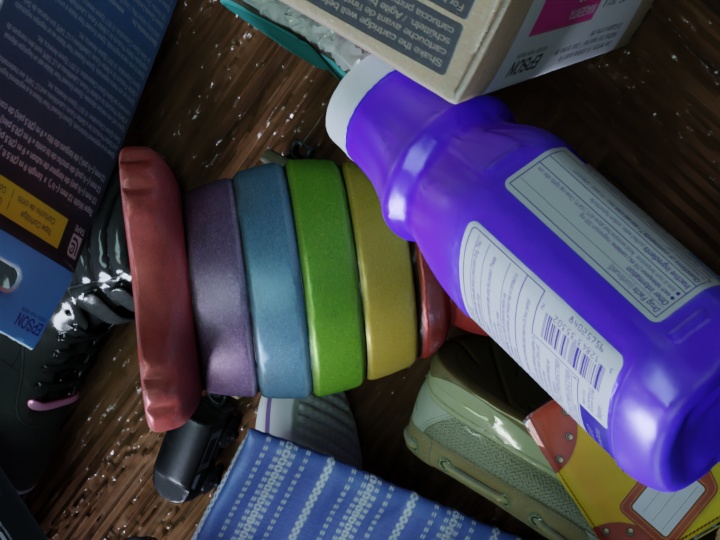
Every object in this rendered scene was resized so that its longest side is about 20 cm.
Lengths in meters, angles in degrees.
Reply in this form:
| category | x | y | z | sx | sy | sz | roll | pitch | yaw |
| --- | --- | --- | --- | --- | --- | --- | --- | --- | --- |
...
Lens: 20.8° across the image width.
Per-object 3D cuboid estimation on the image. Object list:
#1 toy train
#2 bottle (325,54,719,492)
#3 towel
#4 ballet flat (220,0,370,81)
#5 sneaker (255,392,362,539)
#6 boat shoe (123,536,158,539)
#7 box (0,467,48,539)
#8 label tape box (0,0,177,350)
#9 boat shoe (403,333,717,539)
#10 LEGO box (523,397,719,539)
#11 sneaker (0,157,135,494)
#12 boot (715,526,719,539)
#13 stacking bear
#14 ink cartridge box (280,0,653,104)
| category | x | y | z | sx | sy | sz | roll | pitch | yaw |
| --- | --- | --- | --- | --- | --- | --- | --- | --- | --- |
| toy train | -0.063 | 0.029 | 0.967 | 0.034 | 0.046 | 0.201 | 27 | 112 | 18 |
| bottle | 0.064 | -0.009 | 0.725 | 0.200 | 0.065 | 0.084 | 45 | 161 | 31 |
| towel | 0.008 | 0.172 | 0.923 | 0.199 | 0.024 | 0.145 | 24 | 108 | -11 |
| ballet flat | 0.005 | -0.105 | 0.862 | 0.200 | 0.071 | 0.072 | 42 | 119 | 41 |
| sneaker | -0.060 | 0.141 | 0.978 | 0.114 | 0.073 | 0.202 | 7 | 104 | 28 |
| boat shoe | -0.053 | 0.199 | 0.897 | 0.072 | 0.068 | 0.201 | -18 | 110 | 50 |
| box | -0.245 | 0.106 | 1.034 | 0.201 | 0.044 | 0.160 | 56 | 148 | 5 |
| label tape box | -0.164 | -0.080 | 0.896 | 0.066 | 0.143 | 0.201 | 18 | 81 | 22 |
| boat shoe | 0.107 | 0.108 | 0.889 | 0.200 | 0.073 | 0.063 | 34 | 122 | 18 |
| LEGO box | 0.184 | 0.023 | 0.785 | 0.200 | 0.149 | 0.077 | -37 | 84 | 28 |
| sneaker | -0.143 | 0.028 | 0.991 | 0.099 | 0.071 | 0.202 | 15 | 104 | 28 |
| boot | 0.221 | 0.173 | 0.752 | 0.073 | 0.200 | 0.156 | -35 | 53 | 16 |
| stacking bear | 0.000 | 0.000 | 0.872 | 0.198 | 0.114 | 0.123 | -7 | 84 | -4 |
| ink cartridge box | 0.025 | -0.148 | 0.797 | 0.164 | 0.200 | 0.075 | 32 | 114 | 17 |
